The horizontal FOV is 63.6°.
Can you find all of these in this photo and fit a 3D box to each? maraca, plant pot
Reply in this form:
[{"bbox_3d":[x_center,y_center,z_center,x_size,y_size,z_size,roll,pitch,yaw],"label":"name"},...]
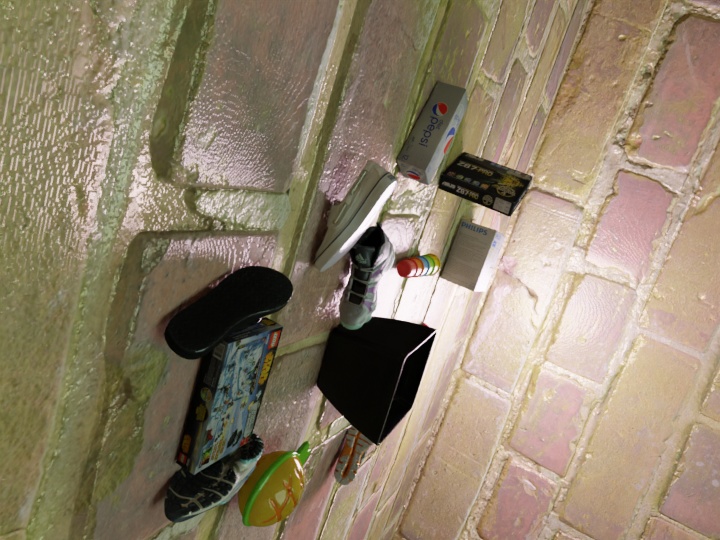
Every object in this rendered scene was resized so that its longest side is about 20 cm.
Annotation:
[{"bbox_3d":[-0.149,0.386,1.057,0.199,0.106,0.139,-16,133,-65],"label":"maraca"},{"bbox_3d":[0.026,0.200,1.210,0.199,0.175,0.202,-21,131,-62],"label":"plant pot"}]

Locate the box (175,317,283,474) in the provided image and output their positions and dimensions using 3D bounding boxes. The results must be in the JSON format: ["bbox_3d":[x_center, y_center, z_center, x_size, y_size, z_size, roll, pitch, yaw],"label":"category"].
[{"bbox_3d":[-0.187,0.176,0.843,0.136,0.039,0.203,-10,120,-65],"label":"box"}]

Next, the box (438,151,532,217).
[{"bbox_3d":[0.320,-0.223,1.479,0.161,0.198,0.050,-43,151,-46],"label":"box"}]

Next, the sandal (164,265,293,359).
[{"bbox_3d":[-0.168,0.051,0.745,0.200,0.075,0.048,-31,166,-47],"label":"sandal"}]

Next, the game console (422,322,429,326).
[{"bbox_3d":[0.163,0.281,1.856,0.176,0.031,0.202,-38,144,-45],"label":"game console"}]

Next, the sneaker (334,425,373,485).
[{"bbox_3d":[-0.012,0.471,1.554,0.202,0.078,0.077,-59,171,-14],"label":"sneaker"}]

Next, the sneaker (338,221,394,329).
[{"bbox_3d":[0.000,0.000,1.097,0.140,0.077,0.202,68,39,-60],"label":"sneaker"}]

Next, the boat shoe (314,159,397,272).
[{"bbox_3d":[-0.023,-0.089,0.950,0.201,0.066,0.072,-53,169,22],"label":"boat shoe"}]

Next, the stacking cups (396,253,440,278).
[{"bbox_3d":[0.147,-0.006,1.465,0.199,0.060,0.061,-14,124,-65],"label":"stacking cups"}]

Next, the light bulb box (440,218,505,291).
[{"bbox_3d":[0.370,-0.046,1.895,0.198,0.123,0.203,5,105,-68],"label":"light bulb box"}]

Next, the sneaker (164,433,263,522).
[{"bbox_3d":[-0.217,0.327,0.876,0.199,0.077,0.087,-24,137,-61],"label":"sneaker"}]

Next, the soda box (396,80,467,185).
[{"bbox_3d":[0.149,-0.280,1.182,0.202,0.067,0.064,-63,159,-13],"label":"soda box"}]
